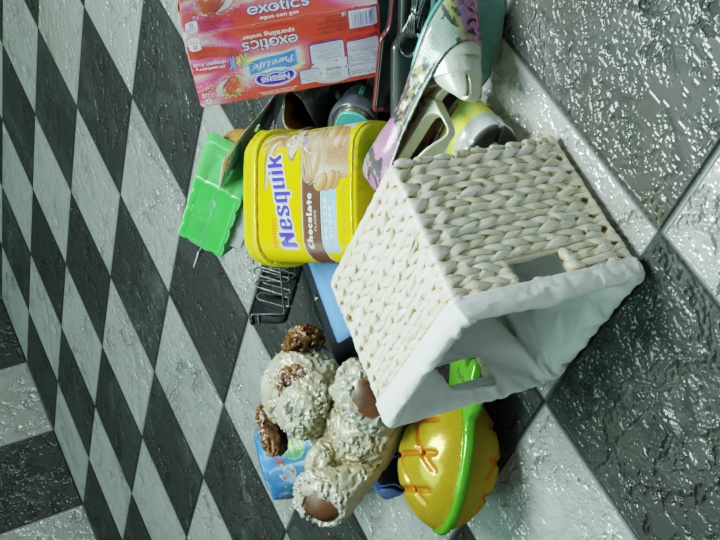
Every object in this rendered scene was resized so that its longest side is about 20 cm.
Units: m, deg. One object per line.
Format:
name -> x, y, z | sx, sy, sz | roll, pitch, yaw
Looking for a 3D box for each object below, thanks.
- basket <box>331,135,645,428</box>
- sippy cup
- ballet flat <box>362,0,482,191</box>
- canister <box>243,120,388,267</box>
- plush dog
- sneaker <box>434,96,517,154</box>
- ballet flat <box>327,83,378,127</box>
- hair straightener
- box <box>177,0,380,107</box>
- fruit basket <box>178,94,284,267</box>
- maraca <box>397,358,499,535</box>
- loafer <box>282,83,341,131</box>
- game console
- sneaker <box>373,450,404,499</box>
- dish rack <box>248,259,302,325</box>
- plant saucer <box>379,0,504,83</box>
basket -> 0.102, 0.011, 0.944 | 0.163, 0.195, 0.201 | 64, 150, 26
sippy cup -> -0.064, 0.226, 1.351 | 0.140, 0.128, 0.181 | -144, 38, -85
ballet flat -> 0.068, -0.152, 0.969 | 0.071, 0.068, 0.202 | 44, 116, 39
canister -> -0.037, -0.078, 1.113 | 0.198, 0.085, 0.152 | 2, 92, 53
plush dog -> -0.034, 0.147, 1.168 | 0.170, 0.160, 0.203 | 30, 114, 19
sneaker -> 0.090, -0.090, 1.051 | 0.091, 0.077, 0.202 | 63, 144, 35
ballet flat -> -0.018, -0.138, 1.222 | 0.074, 0.072, 0.201 | 60, 151, 25
hair straightener -> 0.054, -0.230, 1.011 | 0.077, 0.040, 0.203 | 44, 134, 43
box -> -0.081, -0.249, 1.082 | 0.100, 0.196, 0.097 | 82, 176, -55
fruit basket -> -0.135, -0.119, 1.275 | 0.093, 0.201, 0.186 | 32, 136, 4
maraca -> 0.097, 0.179, 1.120 | 0.137, 0.105, 0.204 | -121, 40, -69
loafer -> -0.064, -0.189, 1.222 | 0.073, 0.072, 0.201 | 39, 160, 17
game console -> 0.000, 0.000, 1.178 | 0.176, 0.031, 0.203 | -35, 72, 52
sneaker -> 0.034, 0.192, 1.275 | 0.071, 0.076, 0.202 | -86, -21, -55
dish rack -> -0.099, -0.044, 1.316 | 0.202, 0.053, 0.155 | 91, -171, -49
plant saucer -> 0.065, -0.265, 1.040 | 0.199, 0.035, 0.204 | 34, 132, 50
